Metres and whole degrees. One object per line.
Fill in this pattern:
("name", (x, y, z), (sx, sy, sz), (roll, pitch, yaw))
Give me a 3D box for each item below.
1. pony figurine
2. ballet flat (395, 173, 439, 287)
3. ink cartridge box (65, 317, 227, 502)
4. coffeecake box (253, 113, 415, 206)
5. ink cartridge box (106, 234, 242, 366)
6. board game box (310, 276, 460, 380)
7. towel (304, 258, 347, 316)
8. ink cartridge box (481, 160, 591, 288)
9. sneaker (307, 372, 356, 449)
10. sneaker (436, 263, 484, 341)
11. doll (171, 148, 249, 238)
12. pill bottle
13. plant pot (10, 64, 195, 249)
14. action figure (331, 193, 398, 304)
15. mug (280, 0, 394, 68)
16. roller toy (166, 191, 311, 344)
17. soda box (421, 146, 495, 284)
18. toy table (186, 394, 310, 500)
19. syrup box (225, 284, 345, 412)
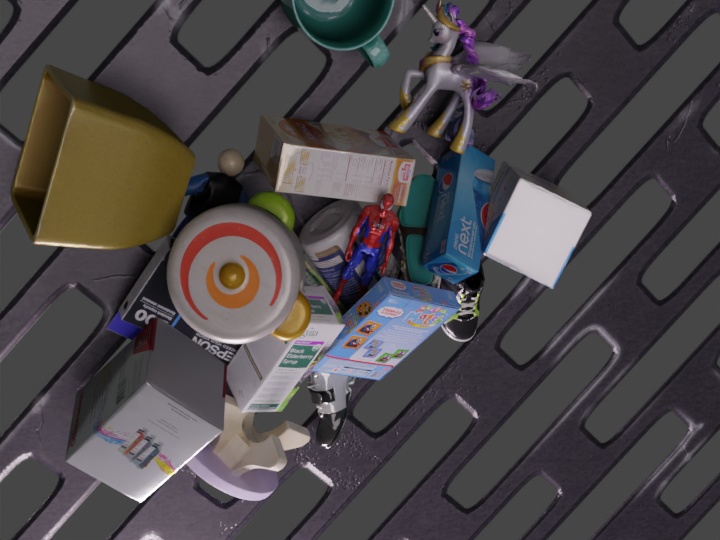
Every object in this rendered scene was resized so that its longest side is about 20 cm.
("pony figurine", (0.151, -0.282, 1.692), (0.190, 0.167, 0.203), (18, 112, -9))
("ballet flat", (0.087, -0.049, 1.768), (0.074, 0.064, 0.203), (6, 65, -1))
("ink cartridge box", (-0.313, 0.207, 1.685), (0.144, 0.146, 0.199), (37, 117, -28))
("coffeecake box", (-0.040, -0.160, 1.662), (0.197, 0.154, 0.074), (5, 110, -20))
("ink cartridge box", (-0.248, 0.069, 1.708), (0.196, 0.044, 0.201), (27, 119, -23))
("board game box", (0.032, 0.091, 1.716), (0.150, 0.037, 0.200), (12, 136, -41))
("towel", (-0.127, 0.078, 1.760), (0.198, 0.023, 0.144), (-31, 115, 20))
("ink cartridge box", (0.257, -0.077, 1.779), (0.124, 0.200, 0.130), (24, 101, -7))
("sneaker", (-0.057, 0.182, 1.834), (0.087, 0.074, 0.203), (11, 96, -22))
("sneaker", (0.161, 0.030, 1.839), (0.071, 0.083, 0.203), (-12, 113, -13))
("doll", (-0.226, -0.086, 1.687), (0.135, 0.048, 0.202), (24, 101, -25))
("pill bottle", (0.000, 0.000, 1.759), (0.110, 0.111, 0.201), (-35, 117, -2))
("plant pot", (-0.341, -0.139, 1.559), (0.197, 0.195, 0.197), (12, 106, -31))
("action figure", (0.010, -0.025, 1.648), (0.064, 0.052, 0.202), (19, 121, -2))
("mug", (-0.038, -0.378, 1.603), (0.149, 0.114, 0.188), (-6, 112, -16))
("roller toy", (-0.166, 0.005, 1.558), (0.179, 0.140, 0.204), (-12, 95, 2))
("soda box", (0.149, -0.088, 1.738), (0.067, 0.064, 0.203), (27, 59, -26))
("toy table", (-0.176, 0.262, 1.777), (0.117, 0.185, 0.199), (-45, 143, 18))
("syrup box", (-0.114, 0.116, 1.697), (0.078, 0.082, 0.201), (4, 134, -43))
